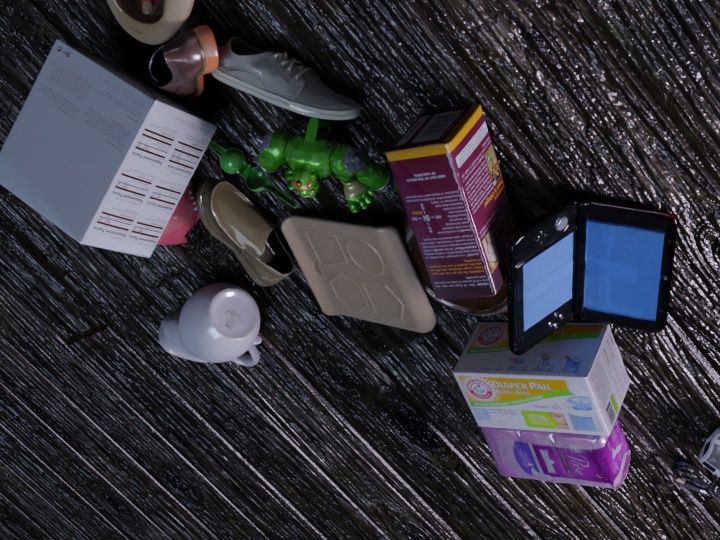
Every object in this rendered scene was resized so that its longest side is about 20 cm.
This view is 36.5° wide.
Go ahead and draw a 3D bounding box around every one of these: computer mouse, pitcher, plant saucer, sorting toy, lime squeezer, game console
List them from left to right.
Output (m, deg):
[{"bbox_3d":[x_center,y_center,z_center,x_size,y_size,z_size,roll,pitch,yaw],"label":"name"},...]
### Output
[{"bbox_3d":[-0.215,0.100,1.747,0.171,0.122,0.200,23,156,-21],"label":"pitcher"},{"bbox_3d":[-0.164,-0.139,1.492,0.199,0.071,0.038,37,105,5],"label":"lime squeezer"},{"bbox_3d":[0.000,0.000,1.530,0.199,0.037,0.186,6,134,39],"label":"sorting toy"},{"bbox_3d":[0.136,-0.009,1.445,0.199,0.032,0.201,18,138,17],"label":"plant saucer"},{"bbox_3d":[0.274,0.020,1.316,0.119,0.172,0.201,38,150,39],"label":"game console"},{"bbox_3d":[0.493,0.250,1.458,0.109,0.044,0.201,29,147,13],"label":"computer mouse"}]

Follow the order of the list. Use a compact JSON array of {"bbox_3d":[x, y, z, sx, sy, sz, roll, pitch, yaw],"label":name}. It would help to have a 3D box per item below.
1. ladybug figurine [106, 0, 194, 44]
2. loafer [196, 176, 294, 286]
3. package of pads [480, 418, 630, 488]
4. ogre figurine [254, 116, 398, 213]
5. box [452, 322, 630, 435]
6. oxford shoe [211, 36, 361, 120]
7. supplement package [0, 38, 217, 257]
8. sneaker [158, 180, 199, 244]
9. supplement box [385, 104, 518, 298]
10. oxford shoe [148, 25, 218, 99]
[{"bbox_3d":[-0.246,-0.366,1.301,0.135,0.072,0.201,31,139,11],"label":"ladybug figurine"},{"bbox_3d":[-0.159,-0.059,1.567,0.067,0.076,0.200,-6,137,37],"label":"loafer"},{"bbox_3d":[0.279,0.247,1.575,0.199,0.076,0.121,1,134,34],"label":"package of pads"},{"bbox_3d":[-0.053,-0.136,1.382,0.199,0.098,0.120,33,178,21],"label":"ogre figurine"},{"bbox_3d":[0.242,0.143,1.470,0.199,0.102,0.113,-2,130,36],"label":"box"},{"bbox_3d":[-0.090,-0.235,1.342,0.199,0.075,0.058,23,112,11],"label":"oxford shoe"},{"bbox_3d":[-0.333,-0.155,1.420,0.191,0.201,0.147,33,-172,26],"label":"supplement package"},{"bbox_3d":[-0.266,-0.111,1.603,0.086,0.074,0.201,8,138,-23],"label":"sneaker"},{"bbox_3d":[0.116,-0.080,1.296,0.085,0.110,0.201,-4,119,32],"label":"supplement box"},{"bbox_3d":[-0.235,-0.256,1.371,0.072,0.072,0.200,71,160,2],"label":"oxford shoe"}]
